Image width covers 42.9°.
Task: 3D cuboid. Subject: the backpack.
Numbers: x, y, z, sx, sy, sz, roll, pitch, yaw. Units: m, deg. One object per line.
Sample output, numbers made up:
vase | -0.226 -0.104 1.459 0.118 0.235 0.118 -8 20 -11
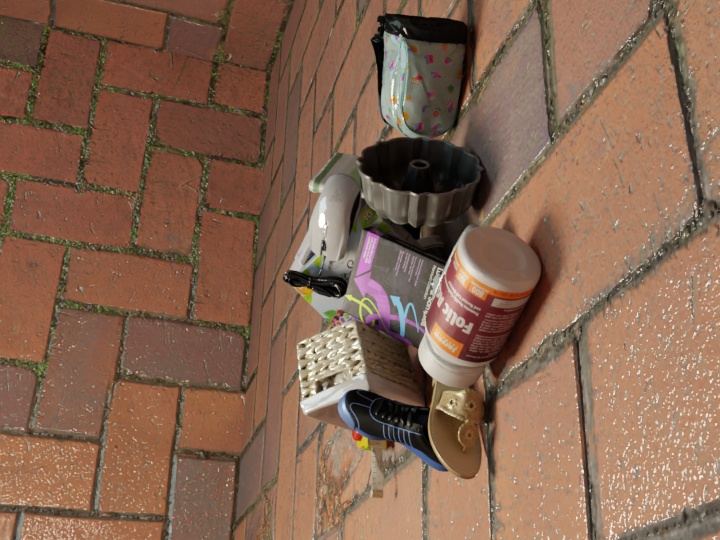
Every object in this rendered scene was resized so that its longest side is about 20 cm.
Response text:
backpack | 0.101 -0.329 1.571 0.127 0.164 0.204 -129 43 -64

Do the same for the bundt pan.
bundt pan | 0.090 -0.133 1.432 0.203 0.198 0.077 -103 13 -55

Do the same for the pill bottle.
pill bottle | 0.151 0.052 1.216 0.115 0.112 0.202 -98 22 -48

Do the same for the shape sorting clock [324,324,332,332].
shape sorting clock | -0.010 0.181 1.637 0.039 0.198 0.204 -10 70 45

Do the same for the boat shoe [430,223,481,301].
boat shoe | 0.140 0.025 1.326 0.072 0.069 0.203 48 125 39

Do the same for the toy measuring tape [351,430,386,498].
toy measuring tape | 0.020 0.327 1.666 0.074 0.072 0.203 116 158 -50

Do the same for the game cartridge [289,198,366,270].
game cartridge | -0.044 -0.070 1.686 0.038 0.129 0.202 46 128 24

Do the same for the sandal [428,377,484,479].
sandal | 0.138 0.181 1.275 0.213 0.076 0.070 -90 16 -51

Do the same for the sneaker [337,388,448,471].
sneaker | 0.065 0.216 1.318 0.078 0.197 0.071 115 180 -51

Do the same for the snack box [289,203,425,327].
snack box | 0.000 0.000 1.507 0.200 0.142 0.053 -43 6 24

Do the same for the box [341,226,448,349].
box | 0.074 0.035 1.416 0.036 0.198 0.145 -20 -51 -59

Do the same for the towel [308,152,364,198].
towel | 0.025 -0.153 1.595 0.150 0.196 0.031 -57 -26 -55

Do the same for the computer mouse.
computer mouse | -0.054 -0.054 1.449 0.044 0.108 0.203 -30 -43 -64

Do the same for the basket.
basket | -0.001 0.173 1.484 0.134 0.199 0.125 -23 64 23

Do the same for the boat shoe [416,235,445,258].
boat shoe | 0.061 0.005 1.562 0.197 0.070 0.067 -21 71 27

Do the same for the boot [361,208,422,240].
boot | 0.026 -0.086 1.618 0.211 0.155 0.081 -68 -40 -71
